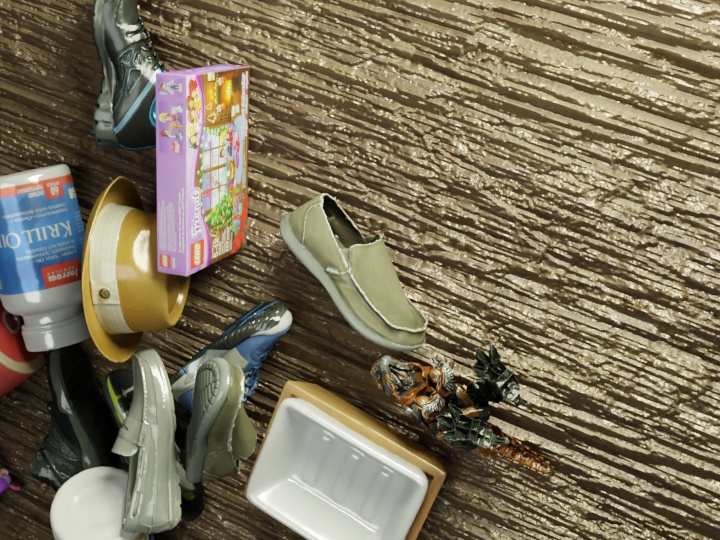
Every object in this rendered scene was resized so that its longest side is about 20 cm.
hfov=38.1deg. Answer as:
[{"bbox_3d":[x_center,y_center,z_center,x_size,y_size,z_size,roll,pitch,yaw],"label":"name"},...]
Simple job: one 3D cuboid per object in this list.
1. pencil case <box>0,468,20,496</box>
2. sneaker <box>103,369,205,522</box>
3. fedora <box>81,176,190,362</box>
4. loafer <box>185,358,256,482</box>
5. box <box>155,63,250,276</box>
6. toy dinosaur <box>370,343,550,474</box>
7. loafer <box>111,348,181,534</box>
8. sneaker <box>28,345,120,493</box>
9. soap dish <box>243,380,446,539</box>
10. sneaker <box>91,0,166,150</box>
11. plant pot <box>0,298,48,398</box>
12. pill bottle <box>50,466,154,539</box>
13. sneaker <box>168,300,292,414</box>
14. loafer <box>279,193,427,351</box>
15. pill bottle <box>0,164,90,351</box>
[{"bbox_3d":[-0.538,0.232,1.364,0.088,0.088,0.201,-38,90,26],"label":"pencil case"},{"bbox_3d":[-0.265,0.216,1.252,0.080,0.074,0.202,-22,93,29],"label":"sneaker"},{"bbox_3d":[-0.233,0.001,1.126,0.081,0.201,0.203,2,105,9],"label":"fedora"},{"bbox_3d":[-0.146,0.161,1.121,0.069,0.076,0.201,3,144,-15],"label":"loafer"},{"bbox_3d":[-0.162,-0.108,1.087,0.039,0.137,0.203,8,107,20],"label":"box"},{"bbox_3d":[0.107,0.141,1.071,0.198,0.136,0.103,14,69,-10],"label":"toy dinosaur"},{"bbox_3d":[-0.240,0.189,1.153,0.070,0.069,0.203,158,108,-67],"label":"loafer"},{"bbox_3d":[-0.368,0.195,1.284,0.113,0.076,0.202,-11,104,18],"label":"sneaker"},{"bbox_3d":[-0.016,0.228,1.145,0.199,0.081,0.159,28,112,13],"label":"soap dish"},{"bbox_3d":[-0.245,-0.231,1.137,0.081,0.073,0.202,4,111,4],"label":"sneaker"},{"bbox_3d":[-0.486,0.088,1.253,0.176,0.200,0.202,-22,95,16],"label":"plant pot"},{"bbox_3d":[-0.301,0.334,1.245,0.110,0.111,0.201,22,138,16],"label":"pill bottle"},{"bbox_3d":[-0.136,0.103,1.174,0.077,0.076,0.200,50,125,-3],"label":"sneaker"},{"bbox_3d":[0.000,0.000,1.082,0.200,0.075,0.070,45,119,6],"label":"loafer"},{"bbox_3d":[-0.370,-0.014,1.212,0.111,0.112,0.202,-7,101,24],"label":"pill bottle"}]
